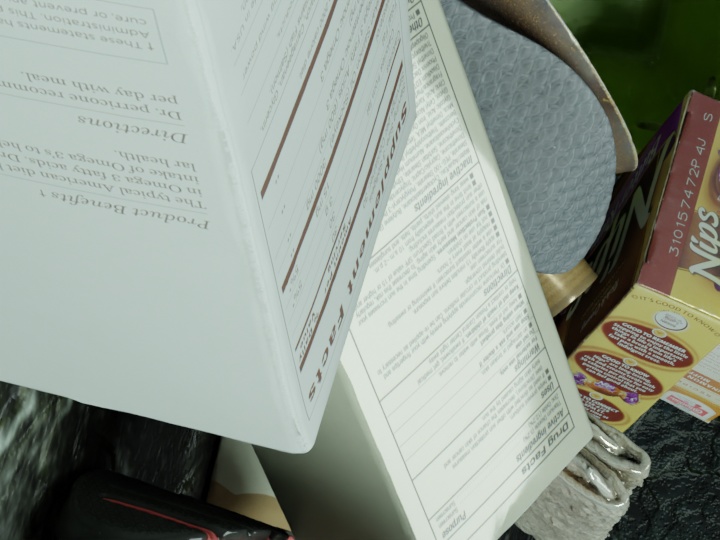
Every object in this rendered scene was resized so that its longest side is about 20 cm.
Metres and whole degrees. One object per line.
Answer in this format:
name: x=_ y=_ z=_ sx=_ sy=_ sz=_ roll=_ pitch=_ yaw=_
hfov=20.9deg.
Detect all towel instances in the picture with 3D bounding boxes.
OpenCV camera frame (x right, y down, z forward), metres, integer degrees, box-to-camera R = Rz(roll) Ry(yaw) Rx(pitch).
towel: x=0.059 y=0.075 z=0.858 sx=0.034 sy=0.132 sz=0.200 roll=-52 pitch=168 yaw=-12

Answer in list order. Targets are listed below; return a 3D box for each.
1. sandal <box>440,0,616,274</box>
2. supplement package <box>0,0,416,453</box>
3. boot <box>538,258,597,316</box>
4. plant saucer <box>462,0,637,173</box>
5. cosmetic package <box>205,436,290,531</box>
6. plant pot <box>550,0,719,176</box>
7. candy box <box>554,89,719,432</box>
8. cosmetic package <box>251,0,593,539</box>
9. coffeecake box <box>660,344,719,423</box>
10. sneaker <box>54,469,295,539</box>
sandal: x=0.029 y=-0.073 z=0.753 sx=0.200 sy=0.043 sz=0.076 roll=41 pitch=85 yaw=-31
supplement package: x=-0.060 y=-0.059 z=0.460 sx=0.200 sy=0.117 sz=0.117 roll=83 pitch=22 yaw=-60
boot: x=0.039 y=-0.028 z=0.973 sx=0.071 sy=0.144 sz=0.201 roll=-40 pitch=178 yaw=-16
plant saucer: x=0.048 y=-0.115 z=0.856 sx=0.032 sy=0.200 sz=0.200 roll=-37 pitch=165 yaw=0
cosmetic package: x=-0.031 y=0.179 z=0.886 sx=0.071 sy=0.105 sz=0.200 roll=40 pitch=61 yaw=-76
plant pot: x=0.124 y=-0.166 z=1.063 sx=0.181 sy=0.200 sz=0.199 roll=-55 pitch=155 yaw=-76
candy box: x=0.137 y=0.012 z=0.979 sx=0.200 sy=0.056 sz=0.117 roll=119 pitch=-7 yaw=-61
cosmetic package: x=0.001 y=0.002 z=0.678 sx=0.104 sy=0.073 sz=0.200 roll=-40 pitch=123 yaw=-35
coffeecake box: x=0.221 y=-0.023 z=1.037 sx=0.154 sy=0.073 sz=0.200 roll=-66 pitch=-174 yaw=-25
sneaker: x=-0.067 y=0.130 z=0.736 sx=0.200 sy=0.074 sz=0.087 roll=49 pitch=59 yaw=-74
